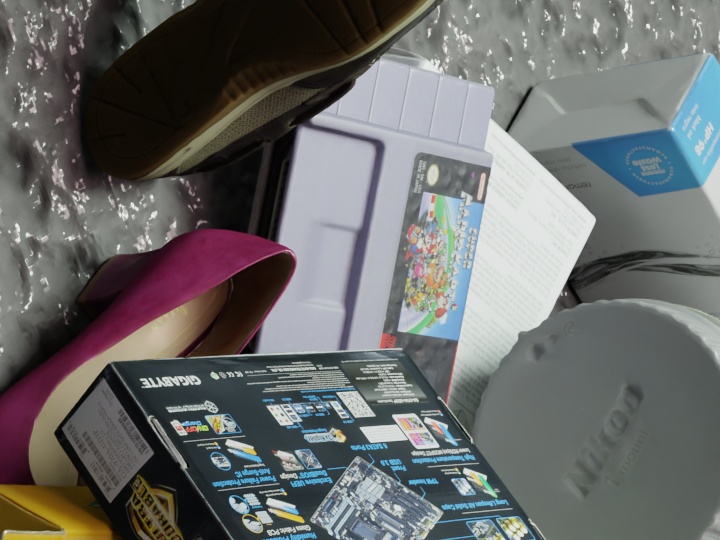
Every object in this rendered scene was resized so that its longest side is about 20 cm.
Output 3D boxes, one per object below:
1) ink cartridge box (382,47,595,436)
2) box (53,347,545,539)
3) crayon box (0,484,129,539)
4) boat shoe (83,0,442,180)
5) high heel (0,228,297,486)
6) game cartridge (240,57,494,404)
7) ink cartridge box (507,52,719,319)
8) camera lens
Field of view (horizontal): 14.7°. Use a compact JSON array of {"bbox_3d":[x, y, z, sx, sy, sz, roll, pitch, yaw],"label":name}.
[{"bbox_3d":[0.021,0.015,1.390,0.163,0.057,0.200,40,75,-41],"label":"ink cartridge box"},{"bbox_3d":[-0.009,0.106,1.148,0.200,0.046,0.159,-1,47,-53],"label":"box"},{"bbox_3d":[-0.108,0.154,1.145,0.200,0.052,0.126,7,104,-52],"label":"crayon box"},{"bbox_3d":[-0.031,-0.104,1.220,0.065,0.200,0.073,7,58,-62],"label":"boat shoe"},{"bbox_3d":[-0.101,0.060,1.169,0.067,0.096,0.200,49,49,-35],"label":"high heel"},{"bbox_3d":[0.000,0.000,1.313,0.130,0.038,0.200,10,91,-41],"label":"game cartridge"},{"bbox_3d":[0.174,-0.015,1.517,0.200,0.116,0.067,56,45,-29],"label":"ink cartridge box"},{"bbox_3d":[0.163,0.105,1.426,0.200,0.160,0.160,25,64,-59],"label":"camera lens"}]
